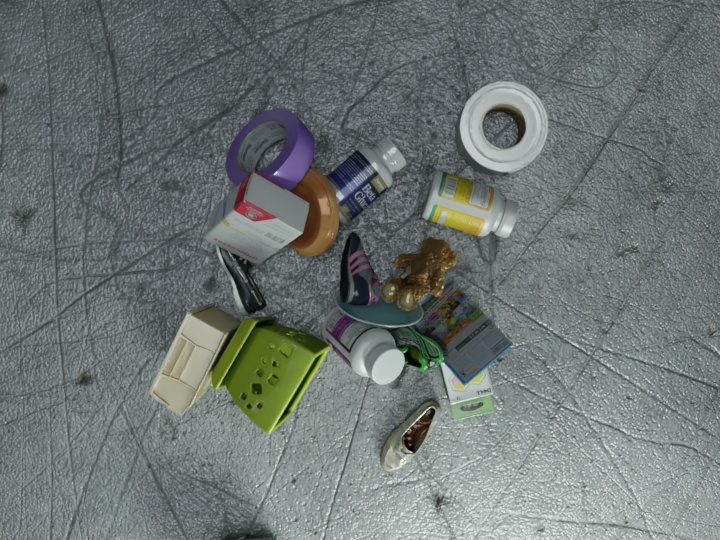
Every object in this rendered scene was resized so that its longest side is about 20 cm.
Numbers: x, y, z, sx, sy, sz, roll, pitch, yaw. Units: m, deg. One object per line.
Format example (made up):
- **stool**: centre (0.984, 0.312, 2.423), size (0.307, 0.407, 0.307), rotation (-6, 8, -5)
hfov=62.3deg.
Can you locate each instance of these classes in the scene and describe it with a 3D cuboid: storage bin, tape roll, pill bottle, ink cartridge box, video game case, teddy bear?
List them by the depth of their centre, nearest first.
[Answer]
- **ink cartridge box**: centre (-0.225, -0.107, 1.278), size (0.147, 0.199, 0.086), rotation (28, 57, -28)
- **pill bottle**: centre (0.007, 0.160, 1.294), size (0.111, 0.200, 0.113), rotation (-15, 120, -28)
- **storage bin**: centre (-0.356, 0.190, 1.309), size (0.093, 0.200, 0.200), rotation (27, 91, -2)
- **tape roll**: centre (-0.199, -0.255, 1.309), size (0.198, 0.066, 0.202), rotation (-16, 57, 26)
- **video game case**: centre (0.220, 0.137, 1.335), size (0.143, 0.018, 0.200), rotation (-37, 66, -9)
- **pill bottle**: centre (0.246, -0.143, 1.336), size (0.198, 0.113, 0.114), rotation (17, 91, 1)
- **pill bottle**: centre (0.003, -0.206, 1.339), size (0.200, 0.111, 0.111), rotation (-41, 90, 2)
- **teddy bear**: centre (0.132, 0.014, 1.339), size (0.144, 0.067, 0.201), rotation (5, 47, 31)
- **tape roll**: centre (0.319, -0.319, 1.352), size (0.200, 0.071, 0.205), rotation (0, 91, 0)
- **ink cartridge box**: centre (0.241, 0.245, 1.369), size (0.103, 0.059, 0.202), rotation (-14, 91, 1)

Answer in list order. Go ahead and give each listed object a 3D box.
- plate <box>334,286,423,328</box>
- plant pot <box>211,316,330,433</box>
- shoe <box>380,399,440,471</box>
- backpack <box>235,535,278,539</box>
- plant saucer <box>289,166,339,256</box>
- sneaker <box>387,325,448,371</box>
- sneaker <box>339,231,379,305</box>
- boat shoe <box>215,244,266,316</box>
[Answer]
- **plate**: centre (0.040, 0.085, 1.308), size (0.198, 0.200, 0.026), rotation (10, 110, 1)
- **plant pot**: centre (-0.200, 0.210, 1.313), size (0.180, 0.200, 0.200), rotation (31, 91, 8)
- **shoe**: centre (0.113, 0.383, 1.377), size (0.070, 0.053, 0.201), rotation (37, 91, 0)
- **backpack**: centre (-0.266, 0.698, 1.341), size (0.197, 0.151, 0.180), rotation (-3, 88, -6)
- **plant saucer**: centre (-0.129, -0.129, 1.318), size (0.199, 0.037, 0.203), rotation (14, 110, 42)
- **sneaker**: centre (0.095, 0.159, 1.320), size (0.085, 0.199, 0.079), rotation (-21, 118, -39)
- **sneaker**: centre (0.000, 0.000, 1.330), size (0.081, 0.070, 0.201), rotation (13, 48, -14)
- **boat shoe**: centre (-0.276, 0.002, 1.371), size (0.060, 0.076, 0.202), rotation (-20, 102, 2)
